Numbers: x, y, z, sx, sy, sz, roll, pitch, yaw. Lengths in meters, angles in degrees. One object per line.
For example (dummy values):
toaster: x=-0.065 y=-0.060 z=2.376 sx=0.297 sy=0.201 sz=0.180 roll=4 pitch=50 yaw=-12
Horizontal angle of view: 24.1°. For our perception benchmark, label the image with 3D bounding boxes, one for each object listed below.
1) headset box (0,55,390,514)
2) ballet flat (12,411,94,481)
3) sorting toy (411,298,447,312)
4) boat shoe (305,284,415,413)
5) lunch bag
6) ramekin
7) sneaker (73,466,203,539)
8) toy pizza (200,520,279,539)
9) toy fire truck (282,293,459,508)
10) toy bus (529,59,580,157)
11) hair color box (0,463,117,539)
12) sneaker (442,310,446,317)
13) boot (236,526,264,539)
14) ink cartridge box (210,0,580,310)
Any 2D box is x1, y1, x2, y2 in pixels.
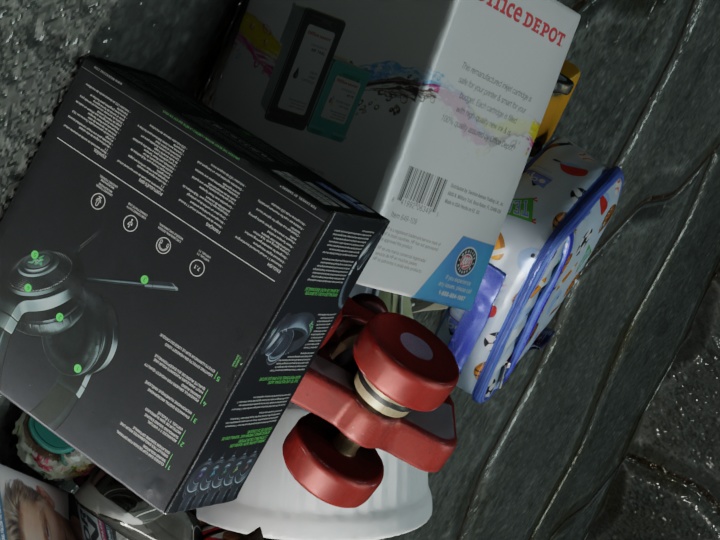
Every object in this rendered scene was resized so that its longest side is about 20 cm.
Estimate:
headset box: x=-0.112 y=0.014 z=0.934 sx=0.201 sy=0.174 sz=0.093 roll=-61 pitch=161 yaw=8
ballet flat: x=-0.147 y=0.067 z=1.110 sx=0.200 sy=0.076 sz=0.064 roll=-37 pitch=163 yaw=-28
sorting toy: x=0.012 y=0.022 z=1.406 sx=0.180 sy=0.107 sz=0.200 roll=-48 pitch=171 yaw=7
boat shoe: x=0.006 y=0.028 z=1.206 sx=0.072 sy=0.062 sz=0.201 roll=-41 pitch=-151 yaw=51
lunch bag: x=0.122 y=0.006 z=1.302 sx=0.160 sy=0.075 sz=0.201 roll=-47 pitch=162 yaw=-46
ramekin: x=-0.041 y=0.126 z=1.263 sx=0.200 sy=0.200 sz=0.098 roll=-13 pitch=110 yaw=-65
sneaker: x=-0.139 y=0.130 z=1.119 sx=0.087 sy=0.080 sz=0.200 roll=-55 pitch=-159 yaw=-5
toy pizza: x=-0.078 y=0.185 z=1.300 sx=0.200 sy=0.199 sz=0.032 roll=-17 pitch=109 yaw=-63
toy fire truck: x=-0.027 y=0.043 z=1.067 sx=0.112 sy=0.199 sz=0.168 roll=-55 pitch=-163 yaw=26
toy bus: x=0.098 y=-0.126 z=1.254 sx=0.200 sy=0.078 sz=0.065 roll=-20 pitch=140 yaw=-59
hair color box: x=-0.210 y=0.192 z=1.072 sx=0.060 sy=0.100 sz=0.200 roll=-15 pitch=162 yaw=8
sneaker: x=0.163 y=0.006 z=1.784 sx=0.146 sy=0.077 sz=0.203 roll=-33 pitch=148 yaw=-47
boot: x=-0.121 y=0.246 z=1.094 sx=0.200 sy=0.064 sz=0.186 roll=-38 pitch=162 yaw=3
ink cartridge box: x=0.014 y=-0.100 z=1.032 sx=0.147 sy=0.146 sz=0.201 roll=15 pitch=97 yaw=-56
